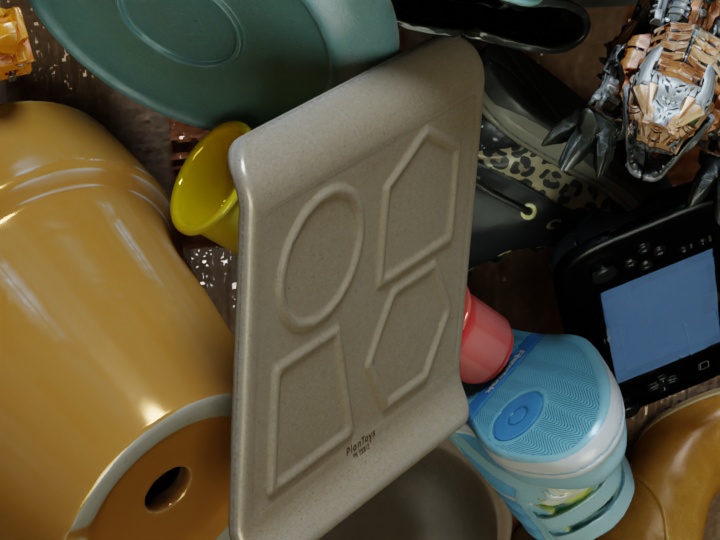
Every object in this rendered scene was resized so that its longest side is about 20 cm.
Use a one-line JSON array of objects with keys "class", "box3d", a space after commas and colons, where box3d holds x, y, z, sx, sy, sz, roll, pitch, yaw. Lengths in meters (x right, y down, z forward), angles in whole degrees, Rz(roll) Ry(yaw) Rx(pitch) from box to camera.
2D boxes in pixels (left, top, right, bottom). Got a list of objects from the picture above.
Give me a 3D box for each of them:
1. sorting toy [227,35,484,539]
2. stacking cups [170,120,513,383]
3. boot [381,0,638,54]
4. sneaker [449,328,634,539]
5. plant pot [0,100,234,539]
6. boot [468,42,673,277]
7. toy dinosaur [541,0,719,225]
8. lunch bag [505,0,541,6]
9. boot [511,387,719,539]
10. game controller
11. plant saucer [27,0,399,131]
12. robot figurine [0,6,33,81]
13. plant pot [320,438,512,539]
[{"class": "sorting toy", "box3d": [-0.006, 0.010, 0.983, 0.185, 0.036, 0.202, -33, 130, -49]}, {"class": "stacking cups", "box3d": [0.000, 0.000, 1.068, 0.199, 0.061, 0.061, 32, 111, -32]}, {"class": "boot", "box3d": [0.085, -0.137, 1.033, 0.198, 0.131, 0.068, 5, 122, -18]}, {"class": "sneaker", "box3d": [0.113, 0.099, 1.139, 0.080, 0.200, 0.131, -44, 109, -6]}, {"class": "plant pot", "box3d": [-0.139, 0.053, 1.028, 0.199, 0.183, 0.201, -32, 145, -25]}, {"class": "boot", "box3d": [0.078, -0.021, 1.155, 0.153, 0.074, 0.203, -37, 132, 22]}, {"class": "toy dinosaur", "box3d": [0.158, -0.100, 0.990, 0.200, 0.102, 0.137, -36, 151, -38]}, {"class": "lunch bag", "box3d": [0.070, -0.212, 0.953, 0.198, 0.171, 0.123, -18, 136, -3]}, {"class": "boot", "box3d": [0.183, 0.165, 1.259, 0.200, 0.144, 0.071, -35, 126, 10]}, {"class": "game controller", "box3d": [0.156, 0.018, 1.137, 0.103, 0.042, 0.200, -14, 151, 4]}, {"class": "plant saucer", "box3d": [-0.079, -0.123, 0.989, 0.198, 0.028, 0.201, 18, 149, 11]}, {"class": "robot figurine", "box3d": [-0.255, -0.117, 0.969, 0.198, 0.058, 0.146, -15, 84, -14]}, {"class": "plant pot", "box3d": [0.007, 0.186, 1.209, 0.198, 0.175, 0.202, -8, 125, -11]}]
